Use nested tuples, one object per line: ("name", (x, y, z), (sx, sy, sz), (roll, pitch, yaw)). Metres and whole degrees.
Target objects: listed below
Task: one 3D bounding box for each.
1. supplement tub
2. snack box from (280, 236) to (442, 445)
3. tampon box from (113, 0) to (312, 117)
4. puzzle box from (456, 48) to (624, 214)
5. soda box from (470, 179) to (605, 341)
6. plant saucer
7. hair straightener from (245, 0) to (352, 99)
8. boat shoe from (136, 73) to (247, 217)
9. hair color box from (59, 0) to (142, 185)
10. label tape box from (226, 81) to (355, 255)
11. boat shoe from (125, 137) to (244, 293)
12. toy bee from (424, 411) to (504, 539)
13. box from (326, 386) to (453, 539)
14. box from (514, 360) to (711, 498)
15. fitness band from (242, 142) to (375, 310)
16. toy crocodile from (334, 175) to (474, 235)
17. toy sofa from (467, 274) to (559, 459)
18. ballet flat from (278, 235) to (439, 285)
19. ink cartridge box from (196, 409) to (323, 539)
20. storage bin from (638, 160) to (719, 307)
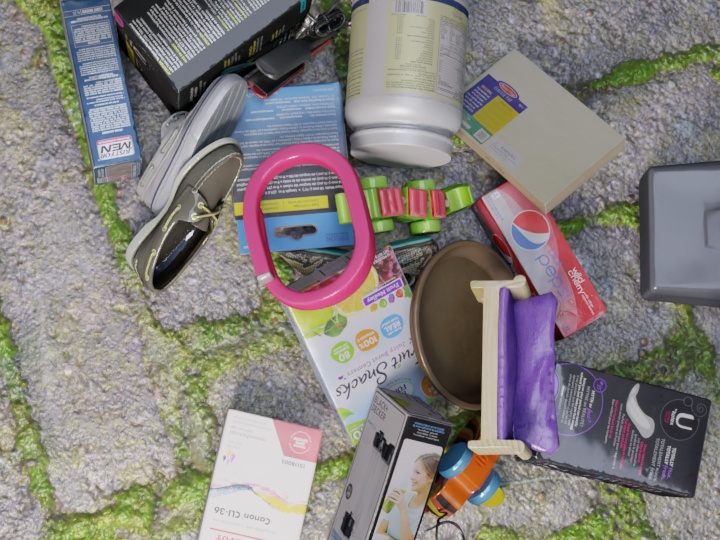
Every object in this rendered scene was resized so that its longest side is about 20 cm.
("supplement tub", (0.055, -0.235, 1.637), (0.144, 0.145, 0.202), (5, 82, -7))
("snack box", (0.007, 0.083, 1.603), (0.142, 0.053, 0.201), (-27, 108, -10))
("tampon box", (-0.175, -0.296, 1.610), (0.200, 0.150, 0.127), (-38, 88, -11))
("puzzle box", (0.207, -0.174, 1.667), (0.133, 0.025, 0.200), (-38, 61, -10))
("soda box", (0.218, -0.015, 1.673), (0.070, 0.063, 0.201), (-30, 87, -11))
("plant saucer", (0.126, 0.065, 1.620), (0.199, 0.029, 0.202), (8, 78, -42))
("hair straightener", (-0.055, -0.276, 1.634), (0.041, 0.077, 0.200), (46, 51, 10))
("boat shoe", (-0.206, -0.153, 1.592), (0.067, 0.073, 0.201), (38, 108, 17))
("hair color box", (-0.305, -0.211, 1.605), (0.060, 0.100, 0.202), (-11, 84, -11))
("label tape box", (-0.087, -0.119, 1.642), (0.143, 0.063, 0.202), (-4, 83, -8))
("boat shoe", (-0.194, -0.062, 1.580), (0.202, 0.072, 0.060), (-51, 51, 16))
("toy bee", (0.103, 0.244, 1.609), (0.200, 0.108, 0.132), (-30, 94, -40))
("box", (0.031, 0.246, 1.556), (0.060, 0.117, 0.201), (16, 96, -20))
("box", (0.300, 0.192, 1.634), (0.199, 0.106, 0.123), (15, 80, -5))
("fitness band", (-0.059, -0.052, 1.547), (0.143, 0.037, 0.201), (-20, 64, 10))
("toy crocodile", (0.052, -0.079, 1.633), (0.199, 0.062, 0.068), (-2, 83, -39))
("toy sofa", (0.175, 0.111, 1.551), (0.097, 0.083, 0.202), (-1, 77, 13))
("ballet flat", (0.000, 0.000, 1.643), (0.198, 0.068, 0.076), (-3, 97, -11))
("ink cartridge box", (-0.122, 0.272, 1.582), (0.116, 0.067, 0.202), (13, 81, -6))
("storage bin", (0.416, -0.045, 1.675), (0.133, 0.146, 0.202), (0, 82, 2))
